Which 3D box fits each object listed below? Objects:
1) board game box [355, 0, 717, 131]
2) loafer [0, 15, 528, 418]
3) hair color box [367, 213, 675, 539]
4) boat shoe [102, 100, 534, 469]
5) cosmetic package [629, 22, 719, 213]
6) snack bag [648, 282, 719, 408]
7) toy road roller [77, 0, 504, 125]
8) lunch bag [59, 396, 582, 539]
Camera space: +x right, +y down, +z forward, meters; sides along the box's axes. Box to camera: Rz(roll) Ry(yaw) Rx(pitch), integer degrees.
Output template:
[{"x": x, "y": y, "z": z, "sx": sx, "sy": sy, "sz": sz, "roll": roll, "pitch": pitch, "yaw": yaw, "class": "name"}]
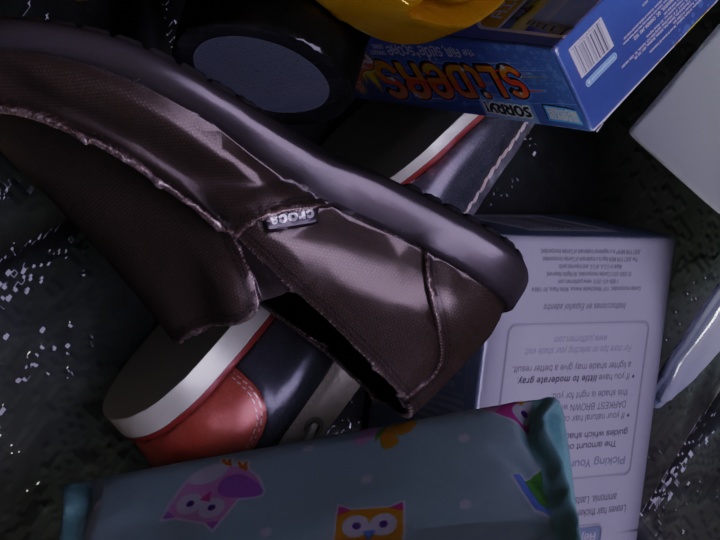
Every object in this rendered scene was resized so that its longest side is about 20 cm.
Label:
[{"x": 0.085, "y": -0.128, "z": 0.754, "sx": 0.200, "sy": 0.135, "sz": 0.035, "roll": -45, "pitch": 124, "yaw": -24, "class": "board game box"}, {"x": -0.046, "y": -0.014, "z": 0.661, "sx": 0.199, "sy": 0.073, "sz": 0.071, "roll": 25, "pitch": 81, "yaw": -10, "class": "loafer"}, {"x": 0.054, "y": 0.081, "z": 0.827, "sx": 0.099, "sy": 0.061, "sz": 0.201, "roll": 0, "pitch": 99, "yaw": -42, "class": "hair color box"}, {"x": 0.000, "y": 0.000, "z": 0.748, "sx": 0.200, "sy": 0.071, "sz": 0.063, "roll": -48, "pitch": 113, "yaw": -16, "class": "boat shoe"}, {"x": 0.196, "y": -0.125, "z": 0.804, "sx": 0.200, "sy": 0.052, "sz": 0.151, "roll": -51, "pitch": 176, "yaw": 33, "class": "cosmetic package"}, {"x": 0.192, "y": -0.043, "z": 0.844, "sx": 0.189, "sy": 0.021, "sz": 0.200, "roll": -39, "pitch": 163, "yaw": -47, "class": "snack bag"}, {"x": -0.026, "y": -0.143, "z": 0.616, "sx": 0.200, "sy": 0.146, "sz": 0.123, "roll": 32, "pitch": 61, "yaw": -31, "class": "toy road roller"}, {"x": 0.004, "y": 0.155, "z": 0.710, "sx": 0.170, "sy": 0.122, "sz": 0.200, "roll": -12, "pitch": 126, "yaw": 5, "class": "lunch bag"}]
